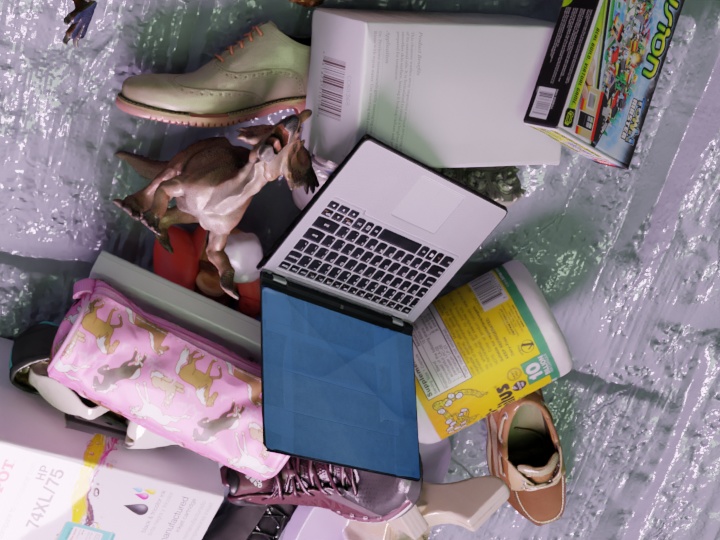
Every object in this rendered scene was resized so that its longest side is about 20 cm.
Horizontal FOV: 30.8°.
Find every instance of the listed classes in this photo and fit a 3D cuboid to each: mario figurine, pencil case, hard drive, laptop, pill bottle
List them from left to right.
[{"bbox_3d":[-0.137,0.082,0.982,0.199,0.083,0.087,26,72,-11],"label":"pencil case"},{"bbox_3d":[-0.131,0.064,1.051,0.199,0.027,0.132,25,146,-7],"label":"hard drive"},{"bbox_3d":[-0.077,0.015,1.078,0.199,0.106,0.124,31,126,-8],"label":"mario figurine"},{"bbox_3d":[0.024,0.035,0.968,0.200,0.116,0.187,-50,142,16],"label":"laptop"},{"bbox_3d":[0.077,0.084,1.160,0.199,0.113,0.113,-28,124,1],"label":"pill bottle"}]

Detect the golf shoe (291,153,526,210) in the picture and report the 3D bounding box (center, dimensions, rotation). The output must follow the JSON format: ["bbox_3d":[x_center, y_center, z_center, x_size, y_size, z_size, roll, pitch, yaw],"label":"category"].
[{"bbox_3d":[0.036,-0.075,1.089,0.198,0.079,0.097,10,140,-20],"label":"golf shoe"}]

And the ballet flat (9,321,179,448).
[{"bbox_3d":[-0.190,0.105,1.044,0.199,0.069,0.068,19,122,0],"label":"ballet flat"}]

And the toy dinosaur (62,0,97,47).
[{"bbox_3d":[-0.263,-0.228,0.907,0.181,0.200,0.105,30,129,7],"label":"toy dinosaur"}]

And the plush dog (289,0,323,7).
[{"bbox_3d":[-0.018,-0.258,0.917,0.170,0.161,0.201,-7,126,16],"label":"plush dog"}]

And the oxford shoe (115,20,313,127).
[{"bbox_3d":[-0.089,-0.154,0.997,0.198,0.071,0.074,-9,116,-22],"label":"oxford shoe"}]

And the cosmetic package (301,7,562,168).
[{"bbox_3d":[0.063,-0.139,0.999,0.199,0.081,0.114,-3,108,-33],"label":"cosmetic package"}]

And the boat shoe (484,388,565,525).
[{"bbox_3d":[0.161,0.179,1.265,0.075,0.074,0.201,-22,124,-2],"label":"boat shoe"}]

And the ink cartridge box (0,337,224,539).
[{"bbox_3d":[-0.242,0.175,1.100,0.199,0.146,0.147,18,114,-24],"label":"ink cartridge box"}]

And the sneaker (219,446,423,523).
[{"bbox_3d":[-0.047,0.176,1.087,0.115,0.199,0.076,3,80,-40],"label":"sneaker"}]

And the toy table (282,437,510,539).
[{"bbox_3d":[0.035,0.239,1.204,0.200,0.117,0.184,-50,133,-7],"label":"toy table"}]

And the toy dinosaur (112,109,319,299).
[{"bbox_3d":[-0.104,-0.072,0.981,0.136,0.200,0.086,-52,127,-8],"label":"toy dinosaur"}]

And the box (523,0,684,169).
[{"bbox_3d":[0.198,-0.190,1.008,0.110,0.035,0.202,18,90,-47],"label":"box"}]

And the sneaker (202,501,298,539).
[{"bbox_3d":[-0.104,0.249,1.221,0.076,0.091,0.200,35,105,-28],"label":"sneaker"}]
